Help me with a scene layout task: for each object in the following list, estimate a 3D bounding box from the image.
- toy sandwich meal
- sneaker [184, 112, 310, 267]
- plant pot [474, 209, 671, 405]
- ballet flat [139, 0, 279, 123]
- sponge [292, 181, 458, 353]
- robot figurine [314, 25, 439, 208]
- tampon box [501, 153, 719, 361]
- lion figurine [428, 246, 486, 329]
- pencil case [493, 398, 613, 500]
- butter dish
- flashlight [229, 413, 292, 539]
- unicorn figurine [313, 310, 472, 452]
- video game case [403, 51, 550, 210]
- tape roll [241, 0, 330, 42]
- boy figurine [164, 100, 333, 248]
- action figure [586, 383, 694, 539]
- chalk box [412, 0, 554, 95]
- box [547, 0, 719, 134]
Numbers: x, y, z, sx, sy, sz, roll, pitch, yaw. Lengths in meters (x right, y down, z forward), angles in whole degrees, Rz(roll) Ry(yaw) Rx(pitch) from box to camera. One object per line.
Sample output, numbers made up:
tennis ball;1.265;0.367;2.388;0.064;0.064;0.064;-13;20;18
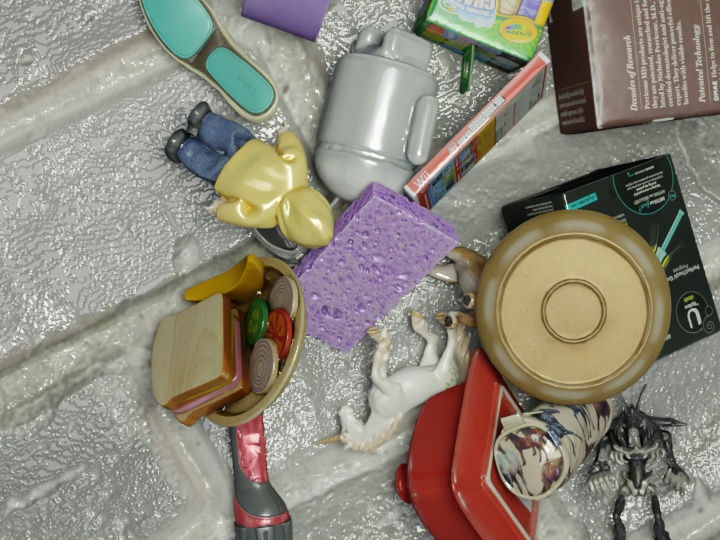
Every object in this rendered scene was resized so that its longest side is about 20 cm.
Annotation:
toy sandwich meal;-0.140;0.071;1.421;0.070;0.205;0.206;23;91;-39
sneaker;-0.113;-0.092;1.456;0.075;0.082;0.200;-41;95;-2
plant pot;0.215;0.040;1.363;0.198;0.027;0.202;1;97;6
ballet flat;-0.162;-0.237;1.454;0.069;0.069;0.200;-40;90;-2
sponge;0.000;0.000;1.435;0.111;0.030;0.200;28;125;-24
robot figurine;0.016;-0.155;1.436;0.112;0.169;0.201;14;91;-40
tampon box;0.270;-0.003;1.456;0.149;0.126;0.201;-20;95;-25
lion figurine;0.129;0.020;1.466;0.122;0.201;0.073;4;133;-37
pencil case;0.207;0.168;1.426;0.077;0.200;0.090;-8;98;27
butter dish;0.106;0.220;1.455;0.147;0.201;0.200;-15;130;28
flashlight;-0.114;0.206;1.482;0.067;0.068;0.202;-4;95;-4
unicorn figurine;0.043;0.123;1.482;0.199;0.074;0.138;-13;112;-12
video game case;0.126;-0.141;1.446;0.200;0.143;0.017;-45;81;-2
tape roll;-0.053;-0.344;1.388;0.084;0.200;0.201;18;92;-6
boy figurine;-0.101;-0.096;1.388;0.199;0.064;0.125;34;80;13
action figure;0.312;0.233;1.507;0.118;0.102;0.202;-6;96;7
chalk box;0.135;-0.290;1.447;0.123;0.125;0.201;21;90;-6
box;0.319;-0.241;1.445;0.198;0.166;0.166;-8;95;-4
